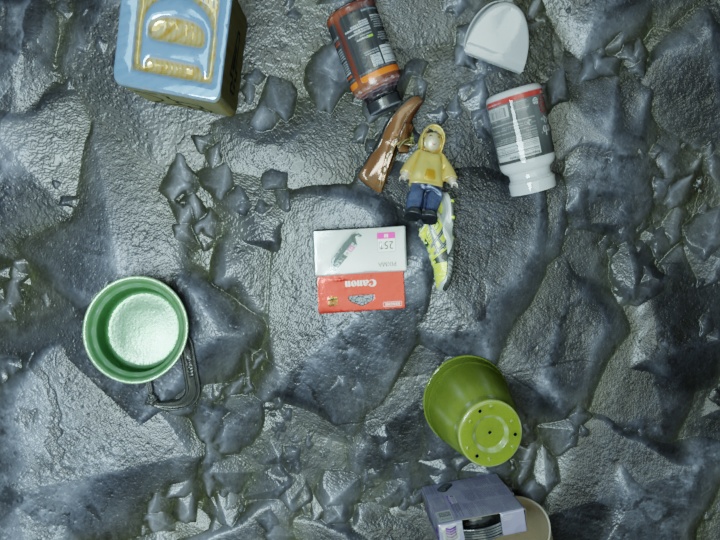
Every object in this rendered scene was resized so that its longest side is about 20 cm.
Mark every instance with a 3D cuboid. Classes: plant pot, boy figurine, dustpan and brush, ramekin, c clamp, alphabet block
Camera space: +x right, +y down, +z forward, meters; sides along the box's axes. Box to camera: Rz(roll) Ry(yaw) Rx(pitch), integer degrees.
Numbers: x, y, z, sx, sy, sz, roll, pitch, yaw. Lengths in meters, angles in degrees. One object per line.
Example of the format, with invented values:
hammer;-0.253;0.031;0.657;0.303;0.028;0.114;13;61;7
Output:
plant pot;0.345;0.636;1.299;0.183;0.188;0.204;-25;112;-1
boy figurine;0.141;-0.196;1.208;0.121;0.065;0.206;12;76;0
dustpan and brush;0.295;-0.519;1.221;0.136;0.057;0.205;16;102;-7
ramekin;-0.435;0.117;1.192;0.194;0.098;0.207;1;85;-10
plant pot;0.239;0.299;1.232;0.194;0.193;0.207;0;97;-4
c clamp;-0.425;0.202;1.259;0.166;0.027;0.206;-15;96;-8
alphabet block;-0.322;-0.410;1.108;0.189;0.200;0.202;10;96;-6

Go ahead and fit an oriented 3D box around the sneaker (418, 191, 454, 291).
sneaker;0.158;-0.059;1.253;0.074;0.075;0.207;-1;86;3

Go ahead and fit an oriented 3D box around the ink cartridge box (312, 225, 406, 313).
ink cartridge box;0.000;0.000;1.257;0.194;0.044;0.179;-3;95;-4

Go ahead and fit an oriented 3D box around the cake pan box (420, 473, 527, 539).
cake pan box;0.231;0.493;1.250;0.179;0.200;0.054;-11;93;-5

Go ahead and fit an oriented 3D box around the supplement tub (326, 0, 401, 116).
supplement tub;0.014;-0.413;1.179;0.104;0.107;0.205;-22;98;-1

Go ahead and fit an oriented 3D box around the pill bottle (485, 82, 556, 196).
pill bottle;0.328;-0.261;1.215;0.113;0.116;0.206;-15;98;-2

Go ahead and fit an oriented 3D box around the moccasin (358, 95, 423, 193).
moccasin;0.072;-0.254;1.211;0.077;0.074;0.204;31;94;7
